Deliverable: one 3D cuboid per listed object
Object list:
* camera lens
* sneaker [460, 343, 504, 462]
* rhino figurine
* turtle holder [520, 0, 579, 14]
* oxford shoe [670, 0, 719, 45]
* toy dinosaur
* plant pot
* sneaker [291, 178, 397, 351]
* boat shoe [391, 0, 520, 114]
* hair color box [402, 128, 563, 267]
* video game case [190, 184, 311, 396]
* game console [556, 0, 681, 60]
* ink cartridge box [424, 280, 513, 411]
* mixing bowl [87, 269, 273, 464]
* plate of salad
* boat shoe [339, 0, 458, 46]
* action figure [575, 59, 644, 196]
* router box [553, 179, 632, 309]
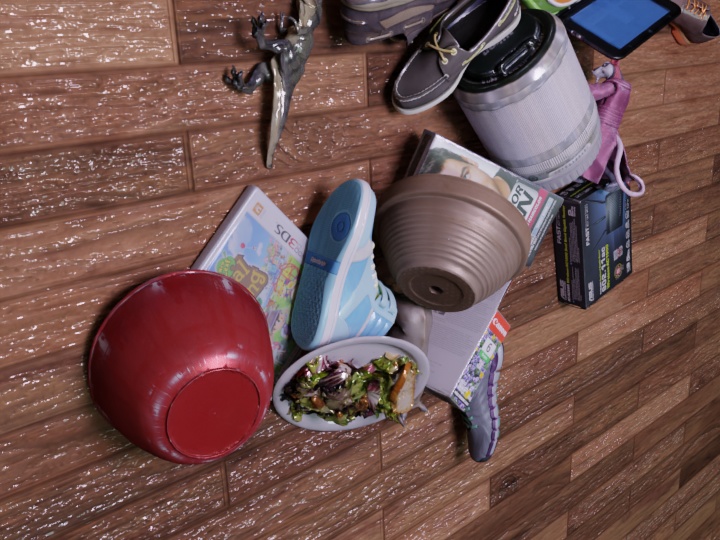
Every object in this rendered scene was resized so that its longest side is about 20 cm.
[{"bbox_3d":[0.223,-0.226,0.935,0.162,0.158,0.200,-54,129,-15],"label":"camera lens"},{"bbox_3d":[0.163,0.193,1.071,0.085,0.074,0.207,1,94,-24],"label":"sneaker"},{"bbox_3d":[0.057,0.119,0.932,0.059,0.087,0.206,-13,113,-35],"label":"rhino figurine"},{"bbox_3d":[0.264,-0.428,0.919,0.142,0.130,0.186,54,49,-18],"label":"turtle holder"},{"bbox_3d":[0.576,-0.467,1.237,0.197,0.072,0.073,18,91,-42],"label":"oxford shoe"},{"bbox_3d":[-0.092,-0.216,0.742,0.087,0.047,0.205,12,97,-49],"label":"toy dinosaur"},{"bbox_3d":[0.101,-0.015,0.848,0.201,0.197,0.095,46,53,-38],"label":"plant pot"},{"bbox_3d":[0.000,0.000,0.832,0.128,0.079,0.205,11,103,-40],"label":"sneaker"},{"bbox_3d":[0.111,-0.276,0.850,0.201,0.072,0.061,-43,162,1],"label":"boat shoe"},{"bbox_3d":[0.152,-0.093,0.910,0.196,0.061,0.101,23,102,-15],"label":"hair color box"},{"bbox_3d":[-0.121,0.040,0.799,0.182,0.022,0.203,45,72,-39],"label":"video game case"},{"bbox_3d":[0.375,-0.433,1.040,0.199,0.117,0.176,-37,123,-28],"label":"game console"},{"bbox_3d":[0.146,0.083,0.986,0.050,0.108,0.203,42,74,-39],"label":"ink cartridge box"},{"bbox_3d":[-0.162,0.115,0.700,0.195,0.108,0.206,-14,120,-26],"label":"mixing bowl"},{"bbox_3d":[-0.008,0.149,0.844,0.194,0.049,0.203,-9,140,-7],"label":"plate of salad"},{"bbox_3d":[0.044,-0.311,0.828,0.197,0.074,0.075,-24,142,-39],"label":"boat shoe"},{"bbox_3d":[0.373,-0.232,1.078,0.131,0.148,0.206,5,105,-37],"label":"action figure"},{"bbox_3d":[0.399,-0.059,1.200,0.148,0.061,0.205,-29,119,-31],"label":"router box"}]
